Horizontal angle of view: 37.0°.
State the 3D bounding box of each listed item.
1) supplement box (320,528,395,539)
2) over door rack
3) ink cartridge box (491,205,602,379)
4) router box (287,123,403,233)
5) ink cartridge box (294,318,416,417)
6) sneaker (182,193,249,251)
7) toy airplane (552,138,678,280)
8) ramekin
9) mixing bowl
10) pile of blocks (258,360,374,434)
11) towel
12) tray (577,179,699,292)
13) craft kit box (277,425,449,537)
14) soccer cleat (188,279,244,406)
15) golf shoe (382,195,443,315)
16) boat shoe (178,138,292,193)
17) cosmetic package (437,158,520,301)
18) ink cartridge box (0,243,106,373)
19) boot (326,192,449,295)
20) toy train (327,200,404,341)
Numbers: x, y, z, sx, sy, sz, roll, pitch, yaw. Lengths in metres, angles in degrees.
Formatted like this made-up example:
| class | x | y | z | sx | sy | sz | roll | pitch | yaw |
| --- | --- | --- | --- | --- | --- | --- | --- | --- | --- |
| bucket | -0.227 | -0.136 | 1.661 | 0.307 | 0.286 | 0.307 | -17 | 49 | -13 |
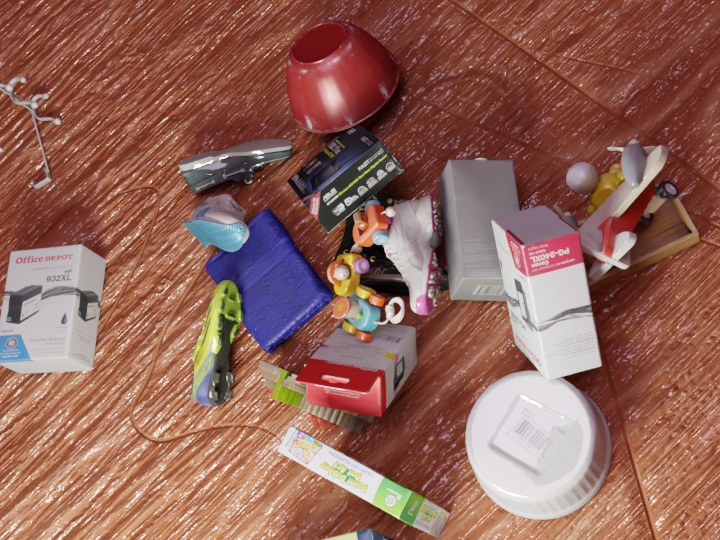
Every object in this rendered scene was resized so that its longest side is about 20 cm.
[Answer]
| class | x | y | z | sx | sy | sz | roll | pitch | yaw |
| --- | --- | --- | --- | --- | --- | --- | --- | --- | --- |
| supplement box | -0.041 | 0.477 | 1.460 | 0.200 | 0.134 | 0.200 | -17 | 65 | 13 |
| over door rack | -0.608 | -0.267 | 1.937 | 0.067 | 0.148 | 0.200 | -18 | 65 | 18 |
| ink cartridge box | 0.253 | 0.030 | 1.468 | 0.083 | 0.145 | 0.200 | -15 | 109 | -5 |
| router box | -0.028 | -0.148 | 1.672 | 0.150 | 0.062 | 0.200 | -39 | 19 | 1 |
| ink cartridge box | -0.004 | 0.145 | 1.543 | 0.116 | 0.200 | 0.067 | 7 | 116 | 21 |
| sneaker | -0.223 | -0.083 | 1.726 | 0.081 | 0.077 | 0.200 | -48 | 24 | -14 |
| toy airplane | 0.335 | -0.087 | 1.468 | 0.141 | 0.199 | 0.200 | 40 | 95 | 3 |
| ramekin | 0.239 | 0.234 | 1.477 | 0.200 | 0.098 | 0.201 | -7 | 68 | 17 |
| mixing bowl | -0.046 | -0.335 | 1.759 | 0.200 | 0.108 | 0.200 | -15 | 48 | 17 |
| pile of blocks | -0.074 | 0.198 | 1.608 | 0.200 | 0.082 | 0.062 | 19 | 84 | 26 |
| towel | -0.145 | 0.018 | 1.725 | 0.148 | 0.050 | 0.200 | -42 | 63 | 8 |
| tray | 0.379 | -0.044 | 1.570 | 0.200 | 0.037 | 0.099 | -26 | 63 | 7 |
| craft kit box | 0.008 | 0.292 | 1.478 | 0.197 | 0.200 | 0.049 | 21 | 78 | 26 |
| soccer cleat | -0.235 | 0.113 | 1.688 | 0.084 | 0.065 | 0.200 | 4 | 86 | 37 |
| golf shoe | 0.073 | -0.019 | 1.577 | 0.091 | 0.075 | 0.200 | -4 | 53 | 11 |
| boat shoe | -0.206 | -0.177 | 1.822 | 0.200 | 0.073 | 0.062 | -11 | 110 | 8 |
| cosmetic package | 0.181 | -0.062 | 1.600 | 0.107 | 0.090 | 0.200 | 2 | 64 | -9 |
| ink cartridge box | -0.522 | 0.066 | 1.813 | 0.145 | 0.084 | 0.200 | -5 | 68 | 18 |
| boot | 0.051 | -0.041 | 1.665 | 0.200 | 0.073 | 0.151 | 1 | 70 | 25 |
| toy train | 0.000 | 0.000 | 1.559 | 0.150 | 0.056 | 0.200 | -43 | 46 | 42 |
